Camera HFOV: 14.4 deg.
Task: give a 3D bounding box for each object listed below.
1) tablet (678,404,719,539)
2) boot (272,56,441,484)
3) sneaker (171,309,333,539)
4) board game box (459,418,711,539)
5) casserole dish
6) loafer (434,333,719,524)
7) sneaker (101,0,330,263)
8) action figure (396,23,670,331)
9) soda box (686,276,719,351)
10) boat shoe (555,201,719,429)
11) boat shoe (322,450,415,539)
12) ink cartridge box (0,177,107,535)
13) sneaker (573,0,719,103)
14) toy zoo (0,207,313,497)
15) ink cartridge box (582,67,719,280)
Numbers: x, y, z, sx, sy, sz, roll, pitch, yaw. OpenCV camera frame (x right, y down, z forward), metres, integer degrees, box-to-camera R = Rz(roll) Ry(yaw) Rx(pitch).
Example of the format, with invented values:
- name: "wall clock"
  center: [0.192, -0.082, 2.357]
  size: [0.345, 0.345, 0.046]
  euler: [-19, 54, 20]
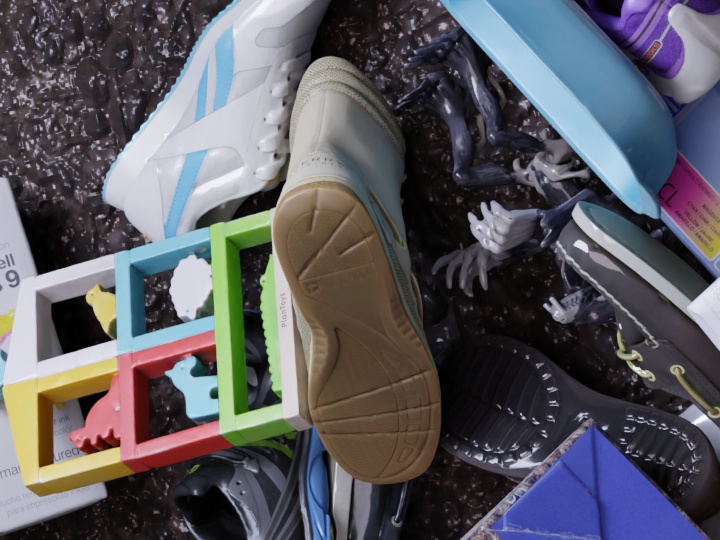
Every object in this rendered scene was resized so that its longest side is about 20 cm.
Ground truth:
- name: "tablet"
  center: [0.188, 0.148, 1.556]
  size: [0.200, 0.014, 0.130]
  euler: [-38, 80, 21]
- name: "boot"
  center: [0.000, 0.000, 1.552]
  size: [0.073, 0.156, 0.200]
  euler: [-12, 123, 10]
- name: "sneaker"
  center: [-0.064, 0.106, 1.588]
  size: [0.071, 0.083, 0.200]
  euler: [122, 148, -52]
- name: "board game box"
  center: [0.106, 0.199, 1.489]
  size: [0.159, 0.097, 0.200]
  euler: [46, 145, 4]
- name: "casserole dish"
  center: [0.096, -0.110, 1.438]
  size: [0.039, 0.121, 0.200]
  euler: [-40, 74, -2]
- name: "loafer"
  center: [0.113, 0.097, 1.544]
  size: [0.200, 0.071, 0.073]
  euler: [25, 78, 39]
- name: "sneaker"
  center: [-0.062, -0.093, 1.608]
  size: [0.081, 0.076, 0.200]
  euler: [40, 117, 10]
- name: "action figure"
  center: [0.089, -0.028, 1.526]
  size: [0.200, 0.102, 0.119]
  euler: [55, 155, 13]
- name: "soda box"
  center: [0.237, 0.019, 1.419]
  size: [0.068, 0.200, 0.064]
  euler: [-44, 72, 20]
- name: "boat shoe"
  center: [0.170, 0.040, 1.466]
  size: [0.201, 0.072, 0.061]
  euler: [37, 108, -23]
- name: "boat shoe"
  center: [0.006, 0.175, 1.608]
  size: [0.066, 0.074, 0.200]
  euler: [3, 92, -12]
- name: "ink cartridge box"
  center: [-0.251, 0.062, 1.652]
  size: [0.087, 0.145, 0.200]
  euler: [-24, 83, 63]
- name: "sneaker"
  center: [0.130, -0.152, 1.466]
  size: [0.083, 0.200, 0.081]
  euler: [37, 89, -24]
- name: "toy zoo"
  center: [-0.124, 0.049, 1.582]
  size: [0.200, 0.020, 0.131]
  euler: [-16, 59, 19]
- name: "ink cartridge box"
  center: [0.235, -0.094, 1.480]
  size: [0.136, 0.076, 0.200]
  euler: [48, 109, 12]
